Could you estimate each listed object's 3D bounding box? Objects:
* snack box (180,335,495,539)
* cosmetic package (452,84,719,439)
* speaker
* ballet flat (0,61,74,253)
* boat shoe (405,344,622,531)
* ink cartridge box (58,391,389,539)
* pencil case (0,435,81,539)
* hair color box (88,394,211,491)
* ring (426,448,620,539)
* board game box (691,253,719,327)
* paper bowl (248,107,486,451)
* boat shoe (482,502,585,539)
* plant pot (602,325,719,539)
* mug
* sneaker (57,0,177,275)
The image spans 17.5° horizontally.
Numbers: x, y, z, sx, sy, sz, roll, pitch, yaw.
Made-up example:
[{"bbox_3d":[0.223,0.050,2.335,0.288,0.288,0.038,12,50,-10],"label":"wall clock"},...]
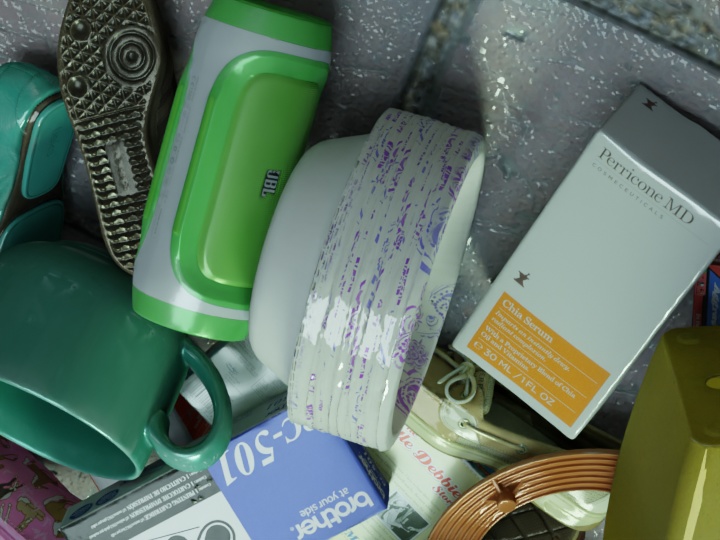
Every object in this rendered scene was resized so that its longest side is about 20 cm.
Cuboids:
[{"bbox_3d":[-0.013,0.108,1.572,0.116,0.037,0.200,-41,99,18],"label":"snack box"},{"bbox_3d":[0.150,-0.002,1.426,0.101,0.071,0.200,37,130,7],"label":"cosmetic package"},{"bbox_3d":[-0.078,-0.063,1.422,0.088,0.088,0.201,17,98,9],"label":"speaker"},{"bbox_3d":[-0.233,-0.059,1.560,0.070,0.067,0.201,41,134,26],"label":"ballet flat"},{"bbox_3d":[0.094,0.094,1.533,0.200,0.073,0.063,36,122,-10],"label":"boat shoe"},{"bbox_3d":[-0.089,0.157,1.547,0.199,0.044,0.094,-29,103,10],"label":"ink cartridge box"},{"bbox_3d":[-0.219,0.195,1.670,0.200,0.083,0.087,34,153,35],"label":"pencil case"},{"bbox_3d":[-0.118,0.163,1.670,0.101,0.061,0.201,-12,118,29],"label":"hair color box"},{"bbox_3d":[0.140,0.194,1.552,0.199,0.019,0.201,-3,131,-4],"label":"ring"},{"bbox_3d":[0.260,0.079,1.488,0.102,0.019,0.201,8,127,15],"label":"board game box"},{"bbox_3d":[0.000,0.000,1.413,0.104,0.201,0.201,16,129,8],"label":"paper bowl"},{"bbox_3d":[0.072,0.202,1.628,0.199,0.072,0.068,-24,147,25],"label":"boat shoe"},{"bbox_3d":[0.251,0.138,1.389,0.199,0.200,0.177,-4,118,1],"label":"plant pot"},{"bbox_3d":[-0.175,0.058,1.528,0.185,0.115,0.152,31,159,-16],"label":"mug"},{"bbox_3d":[-0.145,-0.099,1.490,0.070,0.076,0.201,-2,102,13],"label":"sneaker"}]
